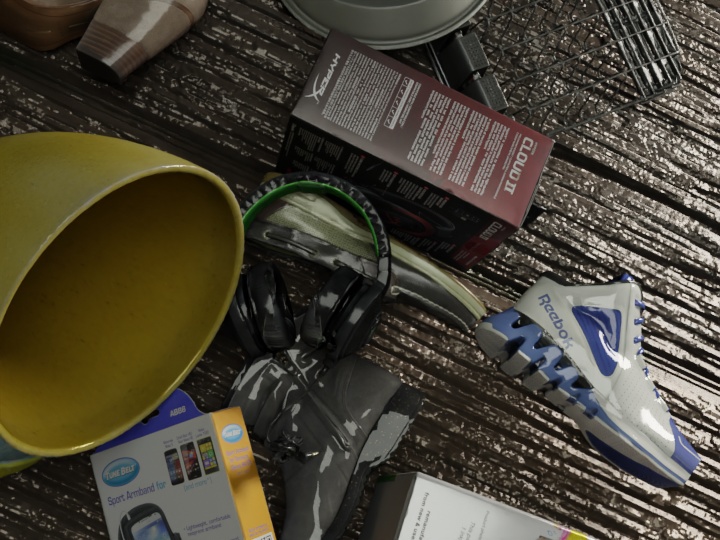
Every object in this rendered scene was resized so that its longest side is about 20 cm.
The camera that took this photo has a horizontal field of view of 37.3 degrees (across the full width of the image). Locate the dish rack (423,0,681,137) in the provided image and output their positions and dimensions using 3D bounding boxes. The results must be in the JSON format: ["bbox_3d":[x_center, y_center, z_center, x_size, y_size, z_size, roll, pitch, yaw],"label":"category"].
[{"bbox_3d":[0.165,-0.183,0.895,0.198,0.055,0.155,-22,84,-15],"label":"dish rack"}]

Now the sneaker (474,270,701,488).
[{"bbox_3d":[0.198,0.069,0.833,0.199,0.081,0.115,41,77,2],"label":"sneaker"}]

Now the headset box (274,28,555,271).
[{"bbox_3d":[0.042,-0.078,0.800,0.198,0.149,0.076,26,75,-3],"label":"headset box"}]

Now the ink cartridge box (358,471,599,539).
[{"bbox_3d":[0.103,0.215,0.751,0.198,0.145,0.085,21,76,-5],"label":"ink cartridge box"}]

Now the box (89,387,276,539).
[{"bbox_3d":[-0.117,0.186,0.742,0.118,0.041,0.203,-21,79,28],"label":"box"}]

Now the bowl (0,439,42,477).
[{"bbox_3d":[-0.293,0.067,0.720,0.107,0.200,0.201,-39,86,27],"label":"bowl"}]

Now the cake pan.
[{"bbox_3d":[0.020,-0.274,0.867,0.197,0.037,0.203,-2,67,4],"label":"cake pan"}]

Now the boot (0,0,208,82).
[{"bbox_3d":[-0.216,-0.241,0.838,0.198,0.070,0.147,30,69,-4],"label":"boot"}]

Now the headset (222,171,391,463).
[{"bbox_3d":[-0.043,0.030,0.746,0.122,0.094,0.203,4,85,6],"label":"headset"}]

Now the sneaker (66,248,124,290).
[{"bbox_3d":[-0.220,-0.055,0.797,0.199,0.074,0.081,38,68,-8],"label":"sneaker"}]

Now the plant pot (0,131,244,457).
[{"bbox_3d":[-0.191,-0.008,0.676,0.141,0.201,0.200,34,73,27],"label":"plant pot"}]

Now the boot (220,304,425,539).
[{"bbox_3d":[-0.053,0.137,0.791,0.131,0.070,0.201,33,68,5],"label":"boot"}]

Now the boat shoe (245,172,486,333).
[{"bbox_3d":[0.000,0.000,0.822,0.199,0.072,0.067,31,84,-1],"label":"boat shoe"}]
